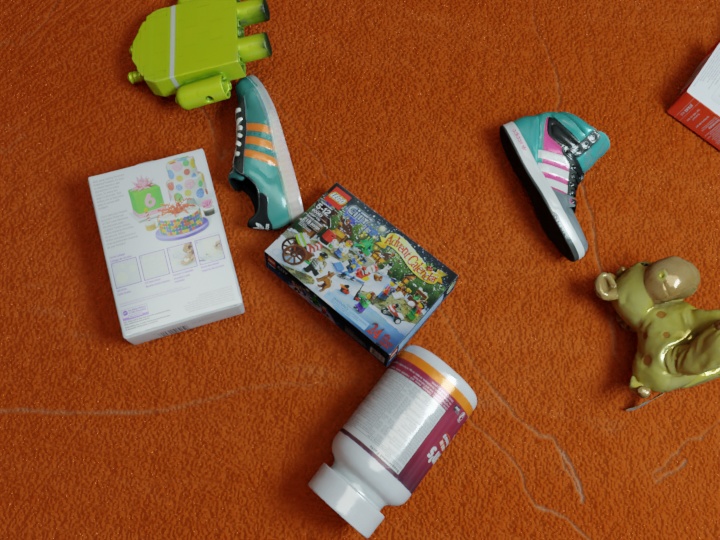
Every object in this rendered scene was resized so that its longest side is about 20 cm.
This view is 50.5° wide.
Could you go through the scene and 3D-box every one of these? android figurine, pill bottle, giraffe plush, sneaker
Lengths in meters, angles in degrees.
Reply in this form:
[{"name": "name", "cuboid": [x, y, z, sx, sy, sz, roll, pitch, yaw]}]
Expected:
[{"name": "android figurine", "cuboid": [-0.211, -0.291, 0.985, 0.196, 0.041, 0.185, -13, 63, 9]}, {"name": "pill bottle", "cuboid": [0.036, 0.195, 0.875, 0.109, 0.110, 0.201, 39, 77, 5]}, {"name": "giraffe plush", "cuboid": [0.378, 0.056, 0.931, 0.198, 0.172, 0.165, -31, 66, 24]}, {"name": "sneaker", "cuboid": [0.274, -0.123, 0.987, 0.119, 0.084, 0.203, -24, 78, 0]}, {"name": "sneaker", "cuboid": [-0.135, -0.149, 0.963, 0.078, 0.071, 0.204, -16, 80, -12]}]

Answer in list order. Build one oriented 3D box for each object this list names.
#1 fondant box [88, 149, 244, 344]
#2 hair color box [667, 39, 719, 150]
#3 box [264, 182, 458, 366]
[{"name": "fondant box", "cuboid": [-0.234, -0.030, 0.927, 0.142, 0.058, 0.204, -15, 79, -8]}, {"name": "hair color box", "cuboid": [0.534, -0.208, 1.034, 0.199, 0.064, 0.111, 38, 76, 6]}, {"name": "box", "cuboid": [0.000, 0.000, 0.924, 0.199, 0.038, 0.137, 38, 66, 16]}]
